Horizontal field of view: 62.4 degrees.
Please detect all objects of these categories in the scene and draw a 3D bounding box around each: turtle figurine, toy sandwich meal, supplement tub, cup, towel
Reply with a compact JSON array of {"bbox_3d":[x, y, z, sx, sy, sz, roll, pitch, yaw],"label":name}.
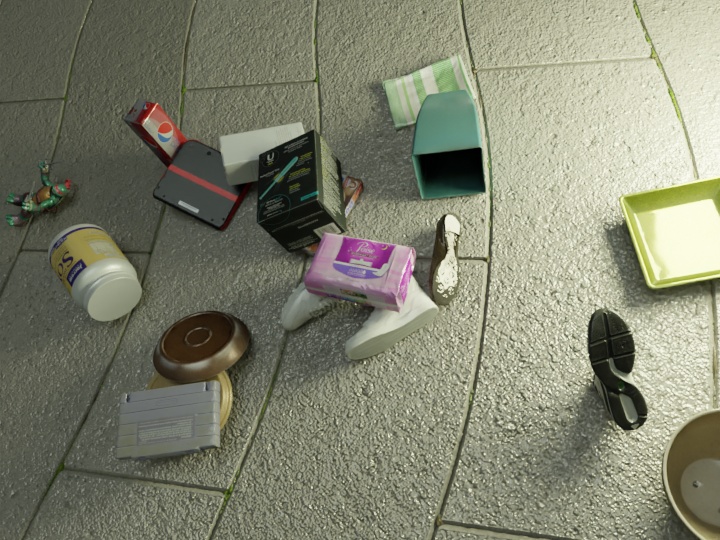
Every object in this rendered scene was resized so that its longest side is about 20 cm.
[{"bbox_3d":[-0.829,-0.193,1.536,0.199,0.101,0.150,-24,45,21],"label":"turtle figurine"},{"bbox_3d":[-0.345,0.266,1.200,0.203,0.070,0.207,-4,66,9],"label":"toy sandwich meal"},{"bbox_3d":[-0.600,0.004,1.349,0.145,0.146,0.200,-43,61,-7],"label":"supplement tub"},{"bbox_3d":[0.541,0.320,0.876,0.199,0.143,0.202,-7,63,13],"label":"cup"},{"bbox_3d":[0.160,-0.426,1.412,0.199,0.023,0.153,-17,62,7],"label":"towel"}]

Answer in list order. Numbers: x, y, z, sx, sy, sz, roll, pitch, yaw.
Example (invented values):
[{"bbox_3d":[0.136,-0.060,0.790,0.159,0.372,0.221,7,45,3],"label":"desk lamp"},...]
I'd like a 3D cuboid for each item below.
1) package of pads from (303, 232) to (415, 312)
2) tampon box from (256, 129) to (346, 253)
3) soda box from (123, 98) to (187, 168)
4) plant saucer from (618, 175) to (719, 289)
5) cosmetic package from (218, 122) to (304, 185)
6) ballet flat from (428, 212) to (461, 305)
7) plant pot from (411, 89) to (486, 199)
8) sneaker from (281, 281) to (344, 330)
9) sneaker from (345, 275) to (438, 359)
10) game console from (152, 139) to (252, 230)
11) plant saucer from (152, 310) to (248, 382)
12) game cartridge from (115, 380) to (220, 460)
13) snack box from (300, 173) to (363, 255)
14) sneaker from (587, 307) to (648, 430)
[{"bbox_3d":[0.000,0.000,1.151,0.199,0.076,0.121,10,62,19],"label":"package of pads"},{"bbox_3d":[-0.127,-0.170,1.285,0.149,0.126,0.201,-19,53,19],"label":"tampon box"},{"bbox_3d":[-0.477,-0.319,1.438,0.063,0.200,0.070,19,71,24],"label":"soda box"},{"bbox_3d":[0.602,-0.063,1.098,0.198,0.048,0.201,-11,62,10],"label":"plant saucer"},{"bbox_3d":[-0.221,-0.272,1.387,0.198,0.074,0.102,-12,55,-6],"label":"cosmetic package"},{"bbox_3d":[0.167,-0.023,1.205,0.046,0.067,0.201,-25,51,56],"label":"ballet flat"},{"bbox_3d":[0.189,-0.280,1.273,0.140,0.142,0.201,-5,56,13],"label":"plant pot"},{"bbox_3d":[-0.079,0.053,1.224,0.080,0.076,0.200,40,82,18],"label":"sneaker"},{"bbox_3d":[0.041,0.086,1.176,0.199,0.074,0.116,-28,58,-9],"label":"sneaker"},{"bbox_3d":[-0.373,-0.209,1.428,0.199,0.031,0.178,25,78,7],"label":"game console"},{"bbox_3d":[-0.330,0.145,1.220,0.198,0.032,0.201,-5,38,4],"label":"plant saucer"},{"bbox_3d":[-0.366,0.289,1.137,0.198,0.038,0.131,-9,69,7],"label":"game cartridge"},{"bbox_3d":[-0.068,-0.125,1.329,0.072,0.024,0.201,20,72,26],"label":"snack box"},{"bbox_3d":[0.408,0.155,0.995,0.075,0.115,0.202,-15,95,3],"label":"sneaker"}]
